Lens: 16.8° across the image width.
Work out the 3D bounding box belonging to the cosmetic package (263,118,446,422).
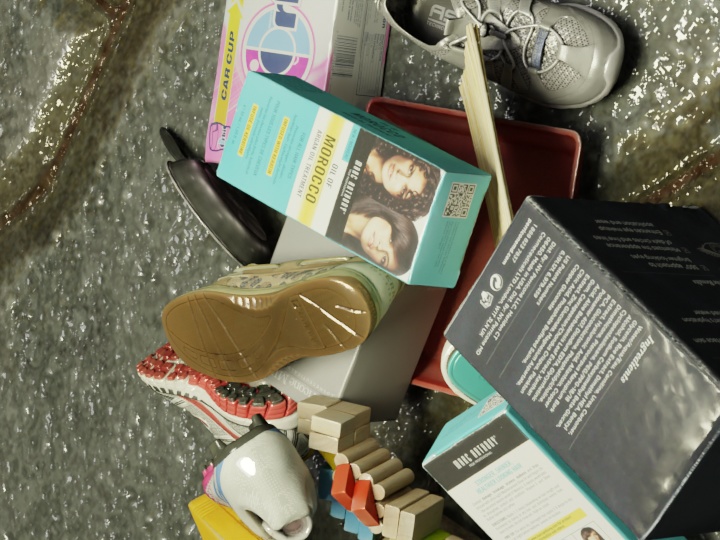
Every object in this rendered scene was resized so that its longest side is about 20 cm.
[{"bbox_3d":[0.000,0.000,1.736,0.107,0.090,0.200,30,105,34],"label":"cosmetic package"}]

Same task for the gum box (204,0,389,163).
[{"bbox_3d":[-0.043,-0.171,1.838,0.113,0.066,0.200,12,96,39],"label":"gum box"}]

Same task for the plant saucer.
[{"bbox_3d":[0.074,-0.013,1.751,0.200,0.037,0.200,13,98,41],"label":"plant saucer"}]

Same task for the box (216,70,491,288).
[{"bbox_3d":[-0.008,-0.064,1.654,0.200,0.049,0.082,29,107,40],"label":"box"}]

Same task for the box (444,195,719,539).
[{"bbox_3d":[0.196,0.058,1.535,0.200,0.197,0.117,46,118,32],"label":"box"}]

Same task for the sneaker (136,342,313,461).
[{"bbox_3d":[-0.105,0.101,1.874,0.200,0.078,0.082,25,140,54],"label":"sneaker"}]

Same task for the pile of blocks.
[{"bbox_3d":[0.012,0.173,1.663,0.200,0.062,0.082,48,118,12],"label":"pile of blocks"}]

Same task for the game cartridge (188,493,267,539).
[{"bbox_3d":[-0.056,0.260,1.757,0.176,0.032,0.200,68,168,-17],"label":"game cartridge"}]

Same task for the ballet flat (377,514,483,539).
[{"bbox_3d":[0.081,0.223,1.715,0.200,0.067,0.068,20,102,40],"label":"ballet flat"}]

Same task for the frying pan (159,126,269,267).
[{"bbox_3d":[-0.109,-0.054,1.903,0.031,0.190,0.115,-38,107,8],"label":"frying pan"}]

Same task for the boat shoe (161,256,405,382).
[{"bbox_3d":[-0.054,0.030,1.697,0.200,0.063,0.073,-7,112,40],"label":"boat shoe"}]

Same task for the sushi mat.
[{"bbox_3d":[0.090,-0.061,1.645,0.096,0.012,0.200,91,171,-63],"label":"sushi mat"}]

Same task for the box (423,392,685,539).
[{"bbox_3d":[0.141,0.166,1.598,0.200,0.049,0.082,47,128,-9],"label":"box"}]

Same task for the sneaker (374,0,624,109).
[{"bbox_3d":[0.094,-0.159,1.708,0.200,0.082,0.075,17,100,40],"label":"sneaker"}]

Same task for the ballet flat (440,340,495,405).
[{"bbox_3d":[0.139,0.102,1.650,0.200,0.069,0.069,39,119,-6],"label":"ballet flat"}]

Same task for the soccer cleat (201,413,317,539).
[{"bbox_3d":[-0.068,0.157,1.712,0.070,0.200,0.086,-31,82,-5],"label":"soccer cleat"}]
